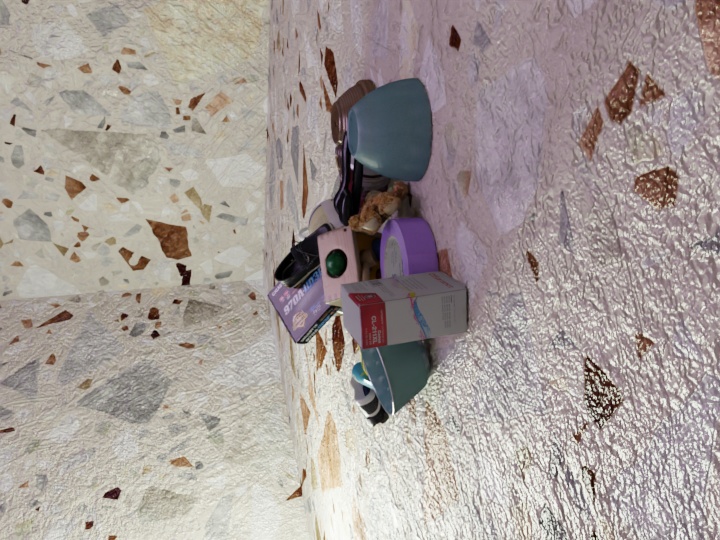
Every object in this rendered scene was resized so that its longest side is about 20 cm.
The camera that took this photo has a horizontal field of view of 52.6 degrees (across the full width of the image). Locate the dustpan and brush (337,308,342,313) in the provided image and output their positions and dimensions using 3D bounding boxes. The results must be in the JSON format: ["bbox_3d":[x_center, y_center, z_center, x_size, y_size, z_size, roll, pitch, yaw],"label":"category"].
[{"bbox_3d":[-0.023,0.082,1.789,0.138,0.057,0.203,-26,80,36],"label":"dustpan and brush"}]

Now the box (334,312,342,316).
[{"bbox_3d":[-0.068,0.054,1.886,0.060,0.196,0.118,109,154,-56],"label":"box"}]

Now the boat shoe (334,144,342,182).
[{"bbox_3d":[-0.022,-0.233,1.784,0.201,0.059,0.073,76,-143,-59],"label":"boat shoe"}]

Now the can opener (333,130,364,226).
[{"bbox_3d":[-0.018,-0.198,1.554,0.079,0.062,0.204,39,126,57],"label":"can opener"}]

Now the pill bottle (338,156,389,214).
[{"bbox_3d":[0.012,-0.221,1.647,0.202,0.112,0.115,100,160,-46],"label":"pill bottle"}]

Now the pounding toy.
[{"bbox_3d":[0.000,0.000,1.619,0.140,0.199,0.188,-18,72,31],"label":"pounding toy"}]

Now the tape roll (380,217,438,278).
[{"bbox_3d":[0.096,-0.004,1.474,0.200,0.064,0.205,175,90,-75],"label":"tape roll"}]

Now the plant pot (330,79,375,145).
[{"bbox_3d":[-0.019,-0.361,1.781,0.201,0.091,0.205,175,90,-75],"label":"plant pot"}]

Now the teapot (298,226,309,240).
[{"bbox_3d":[-0.105,-0.061,2.112,0.200,0.143,0.202,131,133,-72],"label":"teapot"}]

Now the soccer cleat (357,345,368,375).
[{"bbox_3d":[0.021,0.173,1.670,0.201,0.064,0.085,-113,4,-57],"label":"soccer cleat"}]

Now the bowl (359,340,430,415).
[{"bbox_3d":[0.074,0.181,1.488,0.201,0.103,0.204,160,90,-79],"label":"bowl"}]

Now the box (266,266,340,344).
[{"bbox_3d":[-0.122,0.054,1.769,0.200,0.046,0.160,-46,61,22],"label":"box"}]

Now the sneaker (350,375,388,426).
[{"bbox_3d":[0.026,0.329,1.850,0.200,0.072,0.113,-82,-32,-73],"label":"sneaker"}]

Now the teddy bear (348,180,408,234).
[{"bbox_3d":[0.035,-0.133,1.524,0.145,0.067,0.200,-44,6,25],"label":"teddy bear"}]

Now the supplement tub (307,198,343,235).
[{"bbox_3d":[-0.052,-0.089,1.888,0.201,0.142,0.148,-121,29,-61],"label":"supplement tub"}]

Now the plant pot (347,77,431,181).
[{"bbox_3d":[0.047,-0.276,1.447,0.200,0.132,0.205,175,90,-76],"label":"plant pot"}]

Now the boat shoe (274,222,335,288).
[{"bbox_3d":[-0.131,-0.035,1.720,0.200,0.062,0.075,-45,59,22],"label":"boat shoe"}]

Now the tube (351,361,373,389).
[{"bbox_3d":[0.021,0.257,1.725,0.200,0.076,0.051,-168,100,-78],"label":"tube"}]

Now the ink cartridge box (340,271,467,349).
[{"bbox_3d":[0.076,0.067,1.301,0.146,0.196,0.085,-140,45,-71],"label":"ink cartridge box"}]
